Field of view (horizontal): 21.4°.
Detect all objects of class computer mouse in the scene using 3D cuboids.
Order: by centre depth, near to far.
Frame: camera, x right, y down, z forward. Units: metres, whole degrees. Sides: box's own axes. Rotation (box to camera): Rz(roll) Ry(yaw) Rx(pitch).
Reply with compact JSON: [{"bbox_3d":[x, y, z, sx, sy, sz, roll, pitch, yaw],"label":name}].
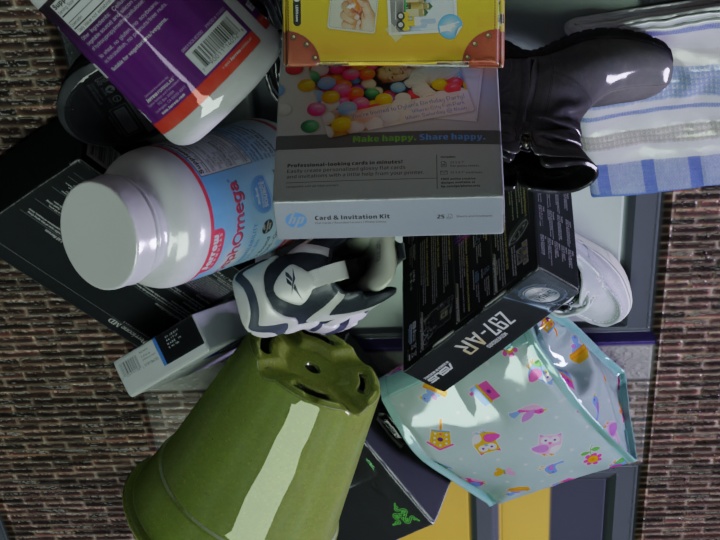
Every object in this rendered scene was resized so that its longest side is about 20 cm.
[{"bbox_3d":[-0.141,-0.159,1.474,0.199,0.053,0.139,-21,134,6],"label":"computer mouse"}]

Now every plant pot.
[{"bbox_3d":[-0.075,0.151,1.611,0.199,0.201,0.191,18,119,-19],"label":"plant pot"}]

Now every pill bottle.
[{"bbox_3d":[-0.158,-0.193,1.356,0.200,0.113,0.112,45,126,-11],"label":"pill bottle"},{"bbox_3d":[-0.132,-0.049,1.475,0.199,0.109,0.109,-22,164,-49],"label":"pill bottle"}]

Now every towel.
[{"bbox_3d":[0.242,-0.132,1.512,0.146,0.024,0.201,-6,139,9],"label":"towel"}]

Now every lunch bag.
[{"bbox_3d":[0.132,0.113,1.725,0.169,0.123,0.200,-22,140,26],"label":"lunch bag"}]

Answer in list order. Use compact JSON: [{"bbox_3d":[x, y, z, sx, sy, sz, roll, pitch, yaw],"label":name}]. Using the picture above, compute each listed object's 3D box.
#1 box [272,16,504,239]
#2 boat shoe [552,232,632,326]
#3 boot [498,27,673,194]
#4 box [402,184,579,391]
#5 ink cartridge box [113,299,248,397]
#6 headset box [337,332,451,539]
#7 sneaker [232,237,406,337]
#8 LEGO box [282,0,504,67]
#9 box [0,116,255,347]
[{"bbox_3d":[0.020,-0.110,1.326,0.155,0.201,0.041,-1,138,3],"label":"box"},{"bbox_3d":[0.167,0.003,1.632,0.070,0.072,0.201,-26,133,28],"label":"boat shoe"},{"bbox_3d":[0.152,-0.109,1.403,0.198,0.132,0.070,-6,138,-14],"label":"boot"},{"bbox_3d":[0.097,-0.028,1.500,0.043,0.201,0.160,27,132,-28],"label":"box"},{"bbox_3d":[-0.118,0.055,1.666,0.099,0.039,0.200,-31,173,30],"label":"ink cartridge box"},{"bbox_3d":[-0.033,0.177,1.775,0.199,0.093,0.174,-28,110,32],"label":"headset box"},{"bbox_3d":[0.000,0.000,1.562,0.129,0.080,0.199,-18,171,32],"label":"sneaker"},{"bbox_3d":[0.022,-0.238,1.275,0.148,0.077,0.202,0,101,2],"label":"LEGO box"},{"bbox_3d":[-0.204,-0.035,1.592,0.141,0.079,0.200,-31,130,29],"label":"box"}]
